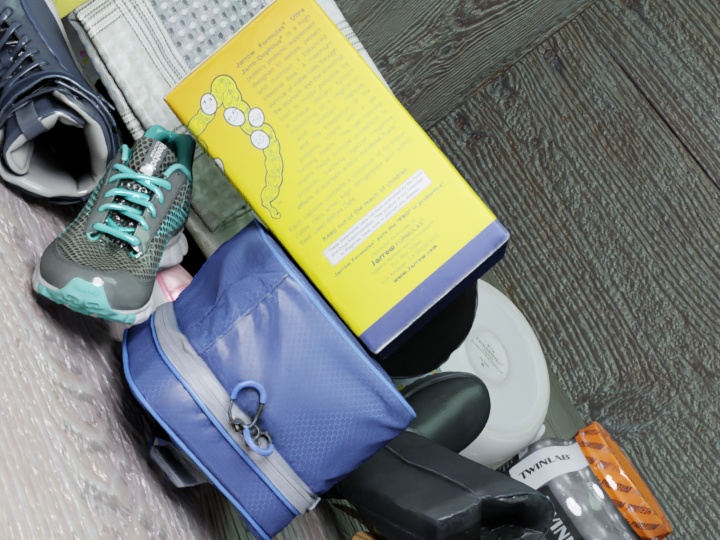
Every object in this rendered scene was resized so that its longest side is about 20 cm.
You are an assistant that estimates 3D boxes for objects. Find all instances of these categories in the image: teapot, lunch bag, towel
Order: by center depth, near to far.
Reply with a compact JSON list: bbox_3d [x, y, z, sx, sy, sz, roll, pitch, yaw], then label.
[{"bbox_3d":[-0.063,0.069,0.970,0.136,0.132,0.200,49,0,-11],"label":"lunch bag"},{"bbox_3d":[-0.078,-0.131,1.140,0.034,0.192,0.201,-20,-78,55],"label":"towel"},{"bbox_3d":[0.076,0.112,1.577,0.196,0.146,0.202,4,61,-41],"label":"teapot"}]

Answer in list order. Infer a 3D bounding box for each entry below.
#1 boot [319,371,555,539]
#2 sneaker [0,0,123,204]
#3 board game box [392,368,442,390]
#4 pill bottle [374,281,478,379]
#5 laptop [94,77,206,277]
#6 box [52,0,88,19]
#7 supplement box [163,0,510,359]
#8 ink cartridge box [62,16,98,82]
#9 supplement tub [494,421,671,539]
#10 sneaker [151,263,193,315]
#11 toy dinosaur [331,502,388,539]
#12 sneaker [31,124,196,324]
[{"bbox_3d":[0.068,0.135,1.142,0.199,0.164,0.066,12,-56,62],"label":"boot"},{"bbox_3d":[-0.224,-0.132,1.070,0.203,0.077,0.146,53,6,-13],"label":"sneaker"},{"bbox_3d":[-0.003,0.068,1.407,0.103,0.104,0.201,49,10,-30],"label":"board game box"},{"bbox_3d":[0.000,0.000,1.227,0.112,0.112,0.200,50,-6,-24],"label":"pill bottle"},{"bbox_3d":[-0.123,-0.075,1.277,0.188,0.115,0.200,56,9,10],"label":"laptop"},{"bbox_3d":[-0.193,-0.222,1.153,0.050,0.199,0.076,49,35,-21],"label":"box"},{"bbox_3d":[-0.012,-0.056,1.018,0.200,0.109,0.109,51,-1,6],"label":"supplement box"},{"bbox_3d":[-0.194,-0.230,1.255,0.118,0.200,0.067,52,52,-5],"label":"ink cartridge box"},{"bbox_3d":[0.117,0.205,1.196,0.123,0.199,0.123,51,9,-11],"label":"supplement tub"},{"bbox_3d":[-0.065,0.049,1.108,0.201,0.104,0.075,55,-3,-1],"label":"sneaker"},{"bbox_3d":[0.013,0.199,1.128,0.107,0.060,0.200,53,8,7],"label":"toy dinosaur"},{"bbox_3d":[-0.142,-0.035,1.001,0.077,0.092,0.200,18,20,-3],"label":"sneaker"}]
